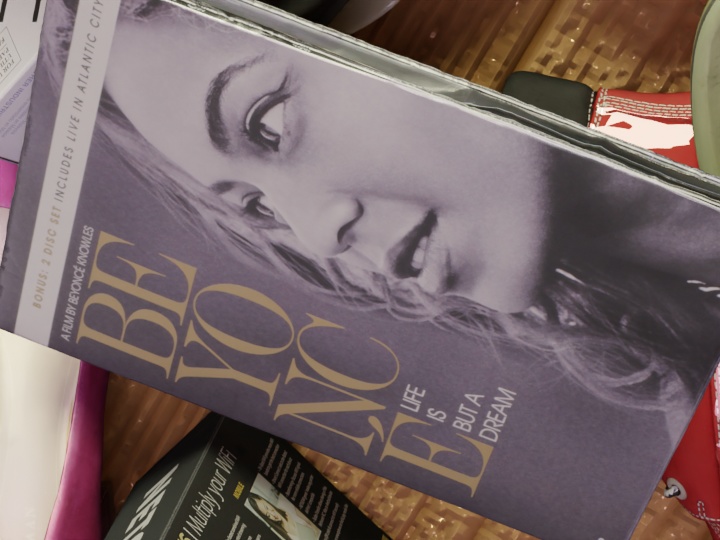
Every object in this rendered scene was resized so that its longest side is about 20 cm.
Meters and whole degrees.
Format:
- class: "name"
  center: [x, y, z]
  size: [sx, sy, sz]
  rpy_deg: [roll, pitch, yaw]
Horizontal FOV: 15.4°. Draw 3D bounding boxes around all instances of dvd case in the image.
- class: "dvd case"
  center: [0.000, 0.000, 0.730]
  size: [0.200, 0.016, 0.149]
  rpy_deg: [22, 137, 3]

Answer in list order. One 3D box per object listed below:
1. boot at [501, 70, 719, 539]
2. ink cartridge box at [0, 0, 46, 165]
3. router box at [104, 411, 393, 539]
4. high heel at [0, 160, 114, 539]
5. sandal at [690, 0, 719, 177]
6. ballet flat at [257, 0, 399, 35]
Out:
- class: "boot"
  center: [0.086, 0.041, 0.796]
  size: [0.144, 0.072, 0.201]
  rpy_deg: [3, 102, 8]
- class: "ink cartridge box"
  center: [-0.051, -0.128, 0.734]
  size: [0.044, 0.094, 0.200]
  rpy_deg: [18, 127, -45]
- class: "router box"
  center: [-0.015, 0.139, 0.775]
  size: [0.157, 0.200, 0.052]
  rpy_deg: [45, 109, -7]
- class: "high heel"
  center: [-0.114, 0.032, 0.808]
  size: [0.067, 0.096, 0.201]
  rpy_deg: [3, 110, 10]
- class: "sandal"
  center: [0.136, 0.013, 0.720]
  size: [0.080, 0.057, 0.202]
  rpy_deg: [-8, 97, 11]
- class: "ballet flat"
  center: [0.010, -0.119, 0.753]
  size: [0.068, 0.068, 0.200]
  rpy_deg: [19, 132, -43]
